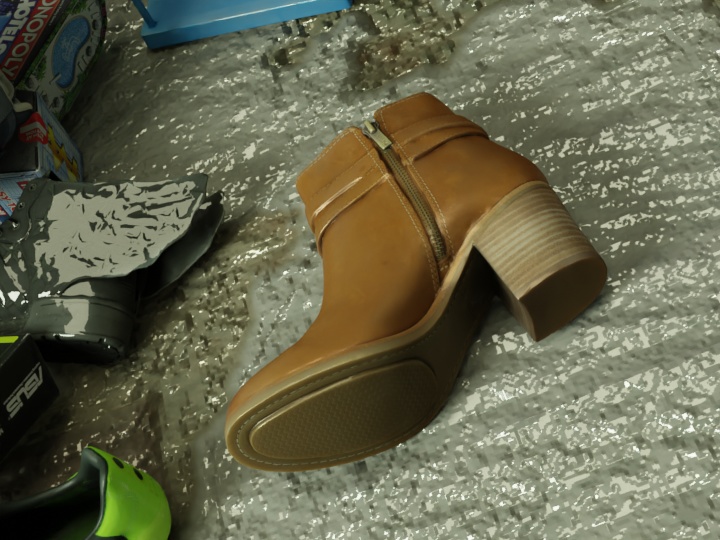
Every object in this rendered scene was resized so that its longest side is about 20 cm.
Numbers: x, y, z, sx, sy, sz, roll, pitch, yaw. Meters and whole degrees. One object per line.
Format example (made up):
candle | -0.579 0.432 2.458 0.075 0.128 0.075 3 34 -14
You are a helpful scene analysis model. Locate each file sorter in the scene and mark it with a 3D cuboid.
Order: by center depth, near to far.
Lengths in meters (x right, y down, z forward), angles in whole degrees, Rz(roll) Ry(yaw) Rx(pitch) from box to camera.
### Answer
file sorter | -0.083 -0.263 0.861 0.139 0.123 0.200 -8 53 19

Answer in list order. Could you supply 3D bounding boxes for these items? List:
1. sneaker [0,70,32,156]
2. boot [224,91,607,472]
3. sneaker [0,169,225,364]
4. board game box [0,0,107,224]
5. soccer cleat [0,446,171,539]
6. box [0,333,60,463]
sneaker | -0.275 -0.078 0.763 0.202 0.077 0.146 8 51 37
boot | 0.000 0.000 0.665 0.200 0.074 0.155 -27 49 -13
sneaker | -0.178 -0.006 0.745 0.200 0.060 0.104 2 69 17
board game box | -0.235 -0.093 0.841 0.200 0.062 0.200 10 60 28
soccer cleat | -0.179 0.151 0.622 0.200 0.081 0.068 -37 50 -5
box | -0.281 0.105 0.672 0.200 0.048 0.193 -4 29 26
